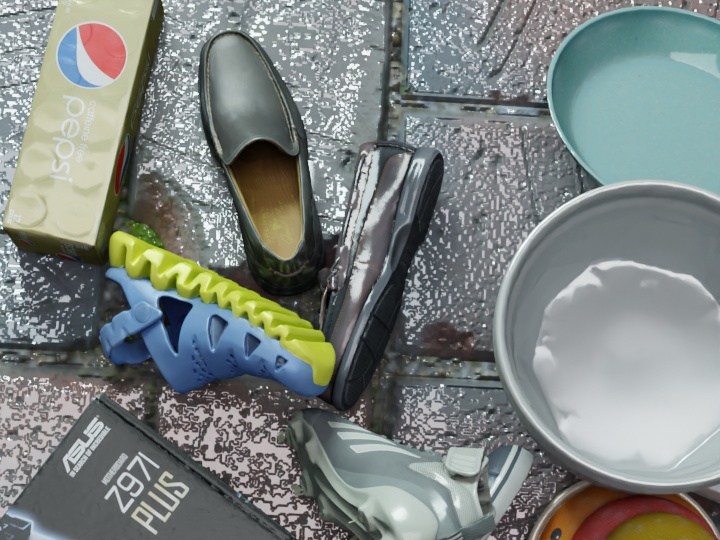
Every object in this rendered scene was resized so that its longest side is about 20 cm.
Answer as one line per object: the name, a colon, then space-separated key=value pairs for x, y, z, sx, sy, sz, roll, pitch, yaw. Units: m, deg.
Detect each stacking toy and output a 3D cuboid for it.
stacking toy: x=0.188 y=0.194 z=0.954 sx=0.146 sy=0.200 sz=0.146 roll=1 pitch=78 yaw=-4

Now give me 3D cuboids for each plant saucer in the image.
plant saucer: x=0.227 y=-0.105 z=1.078 sx=0.200 sy=0.036 sz=0.200 roll=5 pitch=56 yaw=-7

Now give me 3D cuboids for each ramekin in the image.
ramekin: x=0.185 y=0.052 z=0.976 sx=0.200 sy=0.105 sz=0.200 roll=-1 pitch=71 yaw=3

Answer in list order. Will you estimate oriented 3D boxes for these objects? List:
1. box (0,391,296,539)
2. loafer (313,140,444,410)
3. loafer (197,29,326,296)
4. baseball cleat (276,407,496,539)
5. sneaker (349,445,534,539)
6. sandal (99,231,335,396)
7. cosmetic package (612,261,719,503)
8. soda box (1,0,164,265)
box: x=-0.164 y=0.210 z=0.986 sx=0.164 sy=0.086 sz=0.200 roll=36 pitch=78 yaw=5
loafer: x=0.000 y=0.000 z=1.057 sx=0.063 sy=0.072 sz=0.200 roll=16 pitch=74 yaw=17
loafer: x=-0.068 y=-0.084 z=1.061 sx=0.073 sy=0.072 sz=0.200 roll=-19 pitch=79 yaw=-6
baseball cleat: x=0.023 y=0.137 z=0.978 sx=0.106 sy=0.200 sz=0.070 roll=-16 pitch=116 yaw=-18
sneaker: x=0.035 y=0.185 z=1.009 sx=0.079 sy=0.078 sz=0.200 roll=36 pitch=75 yaw=8
sandal: x=-0.103 y=0.046 z=1.013 sx=0.200 sy=0.079 sz=0.087 roll=23 pitch=87 yaw=34
cosmetic package: x=0.250 y=0.081 z=1.059 sx=0.200 sy=0.052 sz=0.151 roll=21 pitch=80 yaw=2
soda box: x=-0.194 y=-0.110 z=1.064 sx=0.068 sy=0.064 sz=0.200 roll=12 pitch=77 yaw=-1
